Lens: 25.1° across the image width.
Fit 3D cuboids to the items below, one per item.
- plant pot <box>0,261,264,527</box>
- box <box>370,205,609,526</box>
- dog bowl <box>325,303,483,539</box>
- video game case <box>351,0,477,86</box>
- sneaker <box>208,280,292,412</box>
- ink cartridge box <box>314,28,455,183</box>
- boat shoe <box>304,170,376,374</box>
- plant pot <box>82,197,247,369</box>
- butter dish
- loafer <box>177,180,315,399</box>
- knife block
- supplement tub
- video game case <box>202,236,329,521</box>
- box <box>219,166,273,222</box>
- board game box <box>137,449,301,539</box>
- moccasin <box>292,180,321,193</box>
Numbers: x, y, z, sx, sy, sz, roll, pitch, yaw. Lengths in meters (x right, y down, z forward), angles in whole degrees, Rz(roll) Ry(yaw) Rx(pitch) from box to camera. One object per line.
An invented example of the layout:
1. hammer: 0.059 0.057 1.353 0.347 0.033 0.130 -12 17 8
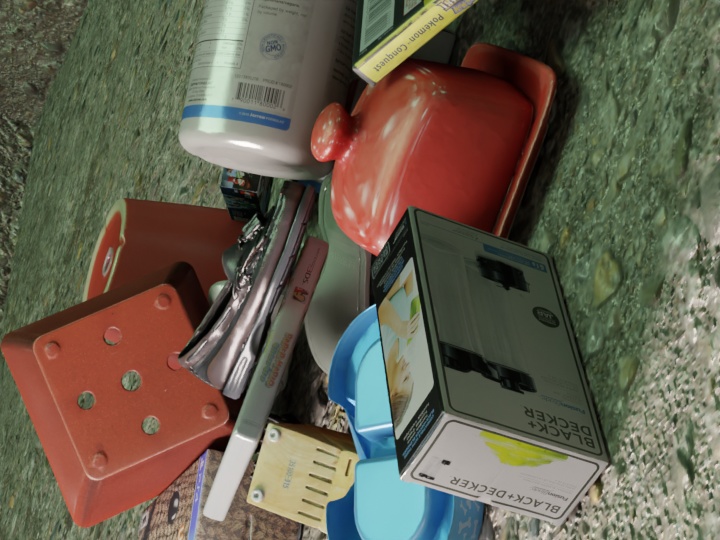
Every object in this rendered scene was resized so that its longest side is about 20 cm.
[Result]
1. plant pot: -0.206 0.107 1.472 0.176 0.199 0.201 136 111 -80
2. box: 0.077 0.056 1.023 0.060 0.116 0.200 -58 23 33
3. dog bowl: 0.034 0.120 1.115 0.111 0.050 0.201 -15 67 38
4. video game case: 0.068 -0.250 1.194 0.181 0.025 0.200 -36 31 31
5. sneaker: -0.092 0.072 1.499 0.200 0.075 0.089 72 -167 -66
6. ink cartridge box: -0.004 -0.151 1.468 0.200 0.083 0.146 -170 95 -71
7. boat shoe: 0.000 0.000 1.365 0.076 0.060 0.201 35 130 32
8. plant pot: -0.189 0.015 1.708 0.200 0.177 0.201 -163 90 -71
9. butter dish: 0.034 -0.084 1.207 0.200 0.147 0.200 -135 62 -68
10. loafer: -0.093 0.013 1.283 0.072 0.063 0.200 -70 1 -61
11. knife block: -0.002 0.164 1.260 0.199 0.175 0.064 16 91 26
12. supplement tub: -0.068 -0.184 1.327 0.132 0.132 0.201 173 109 -70
13. video game case: -0.078 0.093 1.327 0.200 0.023 0.182 114 176 -61
14. box: -0.102 -0.128 1.591 0.200 0.038 0.137 102 179 -83
15. board game box: -0.136 0.275 1.467 0.200 0.097 0.160 135 146 -55
16. moccasin: -0.044 -0.178 1.612 0.068 0.080 0.201 -174 101 -75
